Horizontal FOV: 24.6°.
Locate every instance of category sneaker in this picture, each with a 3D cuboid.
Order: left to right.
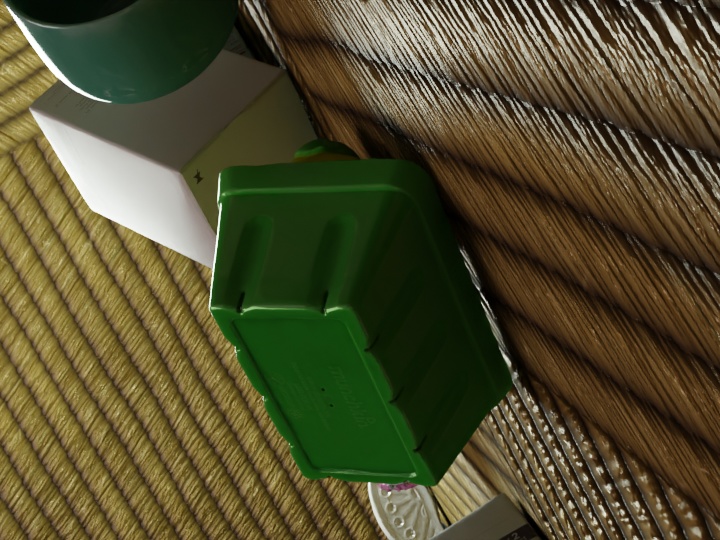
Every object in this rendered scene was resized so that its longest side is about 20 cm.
[{"bbox_3d":[0.070,0.341,2.167,0.201,0.080,0.146,54,170,5],"label":"sneaker"}]

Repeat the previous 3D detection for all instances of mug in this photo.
[{"bbox_3d":[-0.152,-0.205,1.151,0.151,0.186,0.115,27,160,30],"label":"mug"}]

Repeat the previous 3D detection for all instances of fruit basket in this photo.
[{"bbox_3d":[0.000,0.000,0.989,0.215,0.154,0.218,0,-90,-65],"label":"fruit basket"}]

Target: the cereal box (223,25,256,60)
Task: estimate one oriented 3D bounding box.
[{"bbox_3d":[-0.140,-0.219,1.400,0.201,0.039,0.144,58,175,5],"label":"cereal box"}]

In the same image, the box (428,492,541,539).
[{"bbox_3d":[0.092,0.327,1.326,0.131,0.198,0.201,50,169,54],"label":"box"}]

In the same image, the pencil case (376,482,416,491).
[{"bbox_3d":[0.018,0.113,1.488,0.087,0.082,0.201,54,171,49],"label":"pencil case"}]

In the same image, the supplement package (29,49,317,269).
[{"bbox_3d":[-0.138,-0.097,1.289,0.199,0.121,0.120,24,151,42],"label":"supplement package"}]
